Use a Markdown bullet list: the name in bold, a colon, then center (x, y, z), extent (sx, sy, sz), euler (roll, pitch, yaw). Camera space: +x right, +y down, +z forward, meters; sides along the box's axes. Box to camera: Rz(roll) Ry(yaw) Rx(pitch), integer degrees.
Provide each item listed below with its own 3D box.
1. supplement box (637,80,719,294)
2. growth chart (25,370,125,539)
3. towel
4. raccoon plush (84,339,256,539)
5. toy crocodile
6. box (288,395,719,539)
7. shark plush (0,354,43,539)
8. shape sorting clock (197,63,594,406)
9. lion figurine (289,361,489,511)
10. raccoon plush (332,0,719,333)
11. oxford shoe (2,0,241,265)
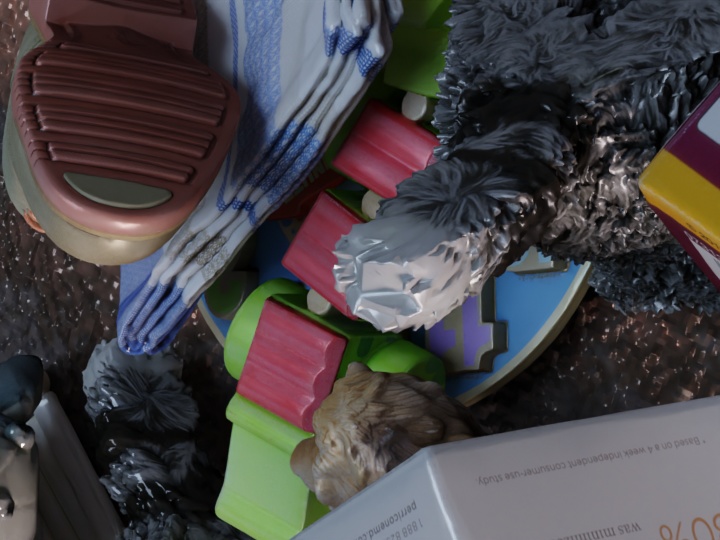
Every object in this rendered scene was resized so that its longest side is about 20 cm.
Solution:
- **supplement box**: center (0.186, -0.054, 0.758), extent (0.200, 0.086, 0.110), euler (-49, 57, -2)
- **growth chart**: center (-0.158, 0.132, 1.120), extent (0.200, 0.018, 0.145), euler (-35, 69, 33)
- **towel**: center (-0.040, -0.077, 0.949), extent (0.200, 0.024, 0.147), euler (130, 145, -48)
- **raccoon plush**: center (-0.065, 0.140, 1.014), extent (0.134, 0.097, 0.200), euler (-58, 31, 35)
- **toy crocodile**: center (0.000, 0.000, 0.921), extent (0.067, 0.062, 0.200), euler (33, 108, 28)
- **box**: center (0.079, 0.147, 0.776), extent (0.106, 0.152, 0.200), euler (-37, 66, 49)
- **shark plush**: center (-0.156, 0.088, 1.008), extent (0.083, 0.200, 0.091), euler (2, 100, -5)
- **shape sorting clock**: center (0.007, -0.047, 0.977), extent (0.200, 0.039, 0.200), euler (-1, 89, 38)
- **lion figurine**: center (0.029, 0.132, 0.865), extent (0.072, 0.122, 0.200), euler (-19, 54, 20)
- **raccoon plush**: center (0.059, -0.007, 0.838), extent (0.097, 0.200, 0.134), euler (23, 138, 41)
- **oxford shoe**: center (-0.081, -0.038, 0.915), extent (0.200, 0.071, 0.074), euler (-97, 23, -66)
